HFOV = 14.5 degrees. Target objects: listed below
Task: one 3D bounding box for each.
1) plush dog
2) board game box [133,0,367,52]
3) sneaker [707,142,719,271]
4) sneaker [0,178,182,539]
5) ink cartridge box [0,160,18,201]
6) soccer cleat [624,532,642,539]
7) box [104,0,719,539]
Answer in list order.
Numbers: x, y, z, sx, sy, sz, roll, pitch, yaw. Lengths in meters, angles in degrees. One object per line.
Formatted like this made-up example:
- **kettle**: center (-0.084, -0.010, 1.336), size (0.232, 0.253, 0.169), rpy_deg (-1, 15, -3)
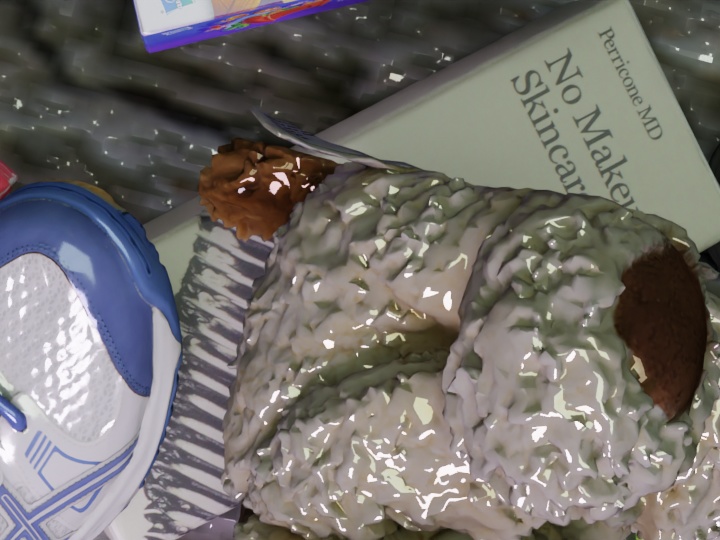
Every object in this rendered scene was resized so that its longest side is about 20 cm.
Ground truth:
- **plush dog**: center (0.008, 0.066, 0.712), size (0.160, 0.200, 0.173), rpy_deg (16, 85, 17)
- **board game box**: center (-0.010, -0.167, 0.690), size (0.134, 0.045, 0.201), rpy_deg (-13, 90, -3)
- **sneaker**: center (0.204, -0.004, 0.833), size (0.199, 0.091, 0.076), rpy_deg (5, 88, -10)
- **sneaker**: center (-0.117, 0.067, 0.738), size (0.075, 0.088, 0.200), rpy_deg (37, 117, 12)
- **ink cartridge box**: center (-0.216, -0.035, 0.767), size (0.200, 0.084, 0.145), rpy_deg (41, 84, -7)
- **soccer cleat**: center (0.139, 0.117, 0.847), size (0.084, 0.065, 0.201), rpy_deg (-22, 89, -38)
- **box**: center (0.000, 0.000, 0.810), size (0.199, 0.068, 0.082), rpy_deg (-29, 96, -8)
